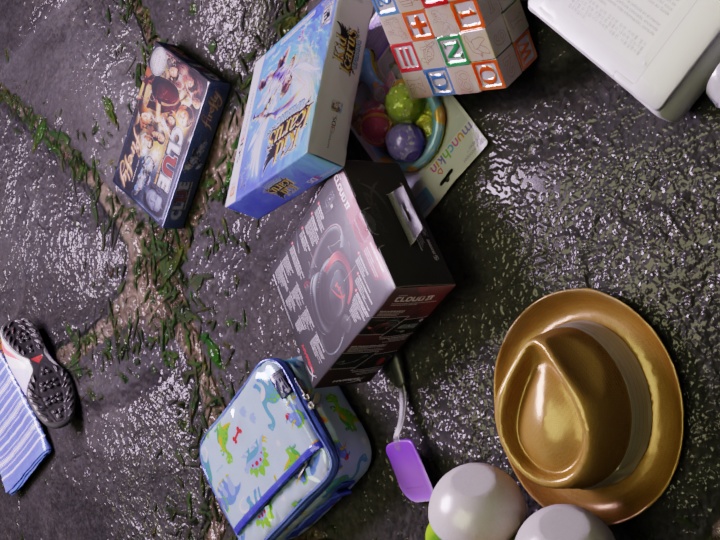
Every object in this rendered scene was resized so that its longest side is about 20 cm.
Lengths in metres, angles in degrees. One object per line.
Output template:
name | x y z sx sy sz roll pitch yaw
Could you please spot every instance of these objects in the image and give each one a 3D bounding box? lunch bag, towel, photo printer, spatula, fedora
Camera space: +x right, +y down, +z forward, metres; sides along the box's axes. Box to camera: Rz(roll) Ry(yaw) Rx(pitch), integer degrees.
lunch bag | -0.085 0.201 1.054 0.200 0.082 0.161 -48 62 33
towel | -0.562 0.237 1.519 0.145 0.024 0.201 -44 71 33
photo printer | 0.245 -0.244 0.745 0.166 0.069 0.201 47 120 25
spatula | 0.039 0.132 0.973 0.056 0.020 0.202 -29 65 56
fedora | 0.171 0.116 0.808 0.200 0.081 0.203 -1 88 43

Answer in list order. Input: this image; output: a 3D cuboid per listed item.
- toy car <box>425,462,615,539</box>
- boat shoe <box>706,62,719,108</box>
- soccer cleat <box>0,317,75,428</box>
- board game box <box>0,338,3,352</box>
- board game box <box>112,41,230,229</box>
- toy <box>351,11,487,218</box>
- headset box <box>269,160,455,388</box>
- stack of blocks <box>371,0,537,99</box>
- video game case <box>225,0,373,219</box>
toy car | 0.115 0.273 0.786 0.199 0.150 0.176 19 132 41
boat shoe | 0.328 -0.184 0.674 0.066 0.072 0.201 49 122 26
soccer cleat | -0.482 0.163 1.448 0.200 0.068 0.073 52 146 26
board game box | -0.643 0.182 1.614 0.199 0.030 0.096 -19 78 39
board game box | -0.246 -0.173 1.237 0.135 0.034 0.201 37 114 37
toy | 0.029 -0.159 0.969 0.115 0.047 0.201 -50 57 33
headset box | 0.000 0.000 0.944 0.200 0.075 0.149 -53 50 43
stack of blocks | 0.066 -0.258 0.853 0.115 0.059 0.201 3 128 46
video game case | -0.067 -0.166 0.990 0.200 0.045 0.183 -22 55 57
